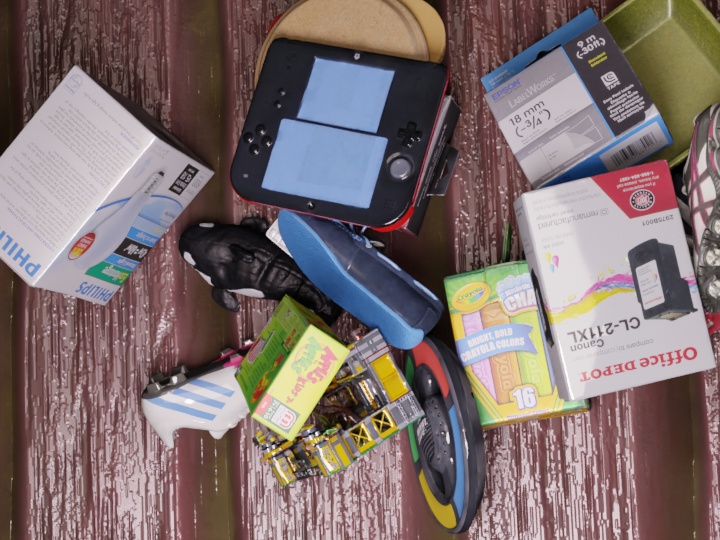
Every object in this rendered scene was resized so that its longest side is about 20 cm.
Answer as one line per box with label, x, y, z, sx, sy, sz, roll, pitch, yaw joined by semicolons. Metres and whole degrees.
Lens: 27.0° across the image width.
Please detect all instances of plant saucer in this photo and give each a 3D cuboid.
plant saucer;0.295;-0.178;1.541;0.199;0.048;0.200;-36;54;10

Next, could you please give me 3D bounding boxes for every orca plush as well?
orca plush;-0.116;0.005;1.619;0.200;0.071;0.105;40;92;12

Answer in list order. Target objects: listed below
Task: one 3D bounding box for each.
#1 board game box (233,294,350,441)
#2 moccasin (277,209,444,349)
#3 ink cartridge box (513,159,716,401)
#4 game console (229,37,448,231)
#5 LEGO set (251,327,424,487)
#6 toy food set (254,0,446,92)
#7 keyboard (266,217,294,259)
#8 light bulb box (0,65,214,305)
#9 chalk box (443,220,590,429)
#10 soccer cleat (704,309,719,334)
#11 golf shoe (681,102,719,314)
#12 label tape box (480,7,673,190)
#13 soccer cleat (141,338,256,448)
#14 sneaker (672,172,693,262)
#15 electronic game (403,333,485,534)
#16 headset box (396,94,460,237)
board game box;-0.071;0.091;1.475;0.047;0.200;0.102;32;91;-12
moccasin;0.000;0.000;1.524;0.068;0.081;0.200;-37;72;-29
ink cartridge box;0.240;0.012;1.419;0.144;0.083;0.202;-13;86;0
game console;-0.023;-0.137;1.495;0.198;0.031;0.178;13;83;20
LEGO set;-0.036;0.133;1.519;0.153;0.200;0.116;-30;90;-17
toy food set;-0.020;-0.204;1.551;0.197;0.049;0.202;17;86;21
keyboard;-0.017;-0.098;1.565;0.056;0.011;0.200;39;94;13
light bulb box;-0.288;-0.084;1.598;0.125;0.198;0.200;41;93;14
chalk box;0.157;0.054;1.534;0.123;0.125;0.202;-12;81;8
soccer cleat;0.363;0.000;1.477;0.200;0.066;0.077;-48;60;30
golf shoe;0.346;-0.060;1.426;0.077;0.088;0.202;3;96;-17
label tape box;0.206;-0.177;1.521;0.144;0.063;0.201;-32;56;12
soccer cleat;-0.137;0.130;1.621;0.198;0.070;0.087;-19;103;6
sneaker;0.390;-0.083;1.525;0.198;0.079;0.131;-17;89;19
electronic game;0.079;0.163;1.505;0.041;0.200;0.202;-8;82;-13
headset box;0.007;-0.133;1.608;0.199;0.077;0.150;20;88;14
